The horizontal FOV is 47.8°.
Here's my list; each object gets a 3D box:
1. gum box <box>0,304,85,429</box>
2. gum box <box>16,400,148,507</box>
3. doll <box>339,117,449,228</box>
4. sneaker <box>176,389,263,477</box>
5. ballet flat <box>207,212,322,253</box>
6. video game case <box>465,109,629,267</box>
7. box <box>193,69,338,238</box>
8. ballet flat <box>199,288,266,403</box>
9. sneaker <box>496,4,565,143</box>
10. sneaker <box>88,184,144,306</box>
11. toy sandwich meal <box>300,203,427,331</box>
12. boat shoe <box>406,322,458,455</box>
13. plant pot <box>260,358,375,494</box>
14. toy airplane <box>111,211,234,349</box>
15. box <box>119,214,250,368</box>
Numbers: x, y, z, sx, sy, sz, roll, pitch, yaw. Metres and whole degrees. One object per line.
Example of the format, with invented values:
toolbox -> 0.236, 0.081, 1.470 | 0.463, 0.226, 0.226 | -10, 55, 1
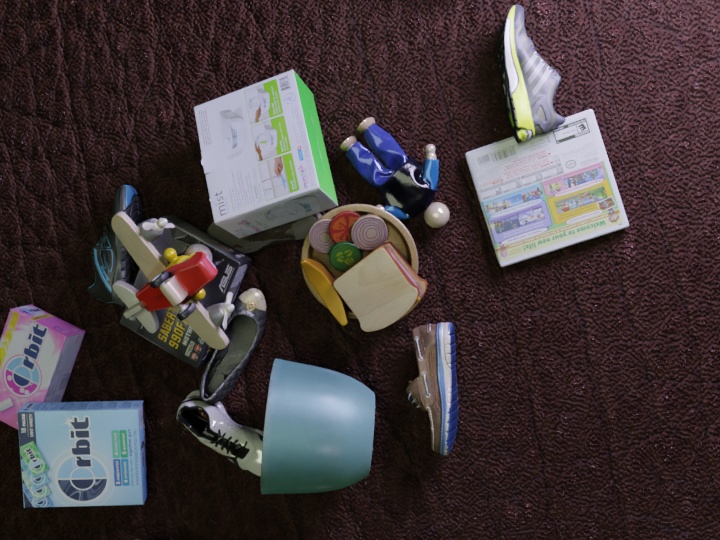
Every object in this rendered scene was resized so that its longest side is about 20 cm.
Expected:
gum box -> -0.568, 0.176, 1.399 | 0.113, 0.066, 0.202 | 23, 98, 9
gum box -> -0.463, 0.308, 1.360 | 0.198, 0.045, 0.172 | 0, 101, -3
doll -> 0.064, -0.145, 1.251 | 0.136, 0.048, 0.200 | -44, 84, 12
sneaker -> -0.219, 0.276, 1.323 | 0.199, 0.080, 0.074 | 33, 98, 7
ballet flat -> -0.153, -0.070, 1.310 | 0.198, 0.046, 0.068 | -9, 113, 18
video game case -> 0.278, -0.122, 1.220 | 0.198, 0.022, 0.184 | -18, 89, 12
box -> -0.148, -0.176, 1.246 | 0.175, 0.097, 0.202 | -18, 73, 13
ballet flat -> -0.203, 0.125, 1.314 | 0.066, 0.057, 0.202 | 23, 91, -4
sneaker -> 0.250, -0.291, 1.195 | 0.080, 0.074, 0.202 | -8, 90, 0
sneaker -> -0.412, -0.043, 1.349 | 0.081, 0.073, 0.202 | 7, 94, 12
toy sandwich meal -> 0.000, 0.000, 1.244 | 0.203, 0.070, 0.207 | 2, 108, 6
boat shoe -> 0.111, 0.182, 1.255 | 0.072, 0.072, 0.202 | -2, 83, 17
plant pot -> -0.061, 0.243, 1.233 | 0.159, 0.201, 0.203 | 6, 95, -2
toy airplane -> -0.284, 0.016, 1.239 | 0.198, 0.141, 0.201 | 25, 142, 21
box -> -0.287, 0.033, 1.326 | 0.157, 0.048, 0.201 | 29, 106, 9
